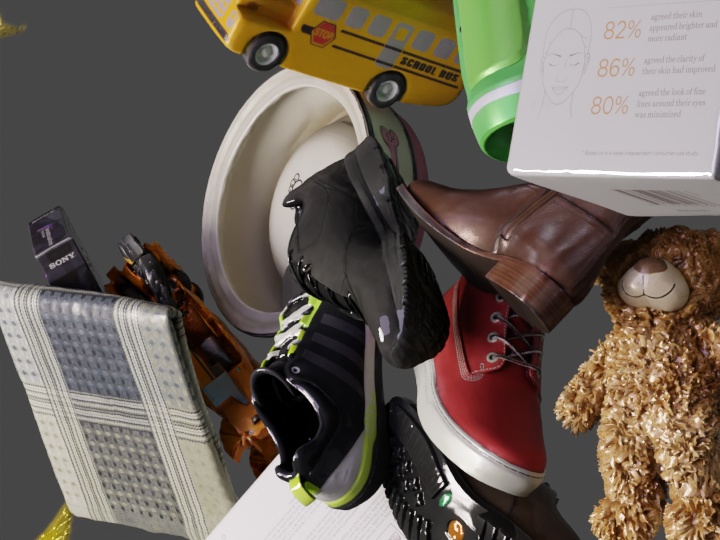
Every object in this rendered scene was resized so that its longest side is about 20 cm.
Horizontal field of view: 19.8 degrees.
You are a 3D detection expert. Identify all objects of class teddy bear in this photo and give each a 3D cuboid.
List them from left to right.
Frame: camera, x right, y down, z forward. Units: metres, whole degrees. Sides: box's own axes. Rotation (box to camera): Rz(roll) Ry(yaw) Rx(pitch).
[{"bbox_3d":[0.177,0.070,1.219,0.144,0.066,0.202,16,92,49],"label":"teddy bear"}]

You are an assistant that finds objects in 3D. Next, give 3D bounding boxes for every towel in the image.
[{"bbox_3d":[-0.168,0.101,1.478,0.191,0.034,0.202,6,121,40],"label":"towel"}]

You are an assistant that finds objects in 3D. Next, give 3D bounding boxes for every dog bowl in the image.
[{"bbox_3d":[-0.030,-0.045,1.503,0.199,0.073,0.202,-19,65,48],"label":"dog bowl"}]

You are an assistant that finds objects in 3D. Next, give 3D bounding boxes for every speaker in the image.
[{"bbox_3d":[0.104,-0.176,1.368,0.088,0.088,0.202,-27,59,43],"label":"speaker"}]

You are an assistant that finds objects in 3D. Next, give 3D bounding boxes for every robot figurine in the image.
[{"bbox_3d":[-0.117,0.060,1.509,0.058,0.145,0.200,-40,65,-2],"label":"robot figurine"}]

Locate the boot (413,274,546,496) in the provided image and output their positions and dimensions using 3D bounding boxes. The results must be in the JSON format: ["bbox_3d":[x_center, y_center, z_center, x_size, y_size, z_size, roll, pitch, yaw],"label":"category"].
[{"bbox_3d":[0.098,0.039,1.296,0.145,0.072,0.200,-57,23,20],"label":"boot"}]

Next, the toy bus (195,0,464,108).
[{"bbox_3d":[-0.011,-0.169,1.414,0.079,0.199,0.065,-57,42,23],"label":"toy bus"}]

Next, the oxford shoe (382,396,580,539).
[{"bbox_3d":[0.077,0.149,1.307,0.200,0.084,0.073,49,130,42],"label":"oxford shoe"}]

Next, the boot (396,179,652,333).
[{"bbox_3d":[0.136,-0.070,1.271,0.200,0.064,0.186,-45,41,-5],"label":"boot"}]

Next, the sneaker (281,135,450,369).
[{"bbox_3d":[0.000,0.000,1.329,0.090,0.076,0.201,-25,36,7],"label":"sneaker"}]

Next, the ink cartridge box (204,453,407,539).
[{"bbox_3d":[-0.016,0.207,1.382,0.200,0.045,0.176,-49,60,2],"label":"ink cartridge box"}]

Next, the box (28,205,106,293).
[{"bbox_3d":[-0.191,0.055,1.565,0.201,0.036,0.143,65,174,-14],"label":"box"}]

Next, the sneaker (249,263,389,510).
[{"bbox_3d":[-0.032,0.061,1.349,0.072,0.082,0.201,-40,46,35],"label":"sneaker"}]

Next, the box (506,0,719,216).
[{"bbox_3d":[0.181,-0.136,1.115,0.152,0.106,0.202,5,82,50],"label":"box"}]
